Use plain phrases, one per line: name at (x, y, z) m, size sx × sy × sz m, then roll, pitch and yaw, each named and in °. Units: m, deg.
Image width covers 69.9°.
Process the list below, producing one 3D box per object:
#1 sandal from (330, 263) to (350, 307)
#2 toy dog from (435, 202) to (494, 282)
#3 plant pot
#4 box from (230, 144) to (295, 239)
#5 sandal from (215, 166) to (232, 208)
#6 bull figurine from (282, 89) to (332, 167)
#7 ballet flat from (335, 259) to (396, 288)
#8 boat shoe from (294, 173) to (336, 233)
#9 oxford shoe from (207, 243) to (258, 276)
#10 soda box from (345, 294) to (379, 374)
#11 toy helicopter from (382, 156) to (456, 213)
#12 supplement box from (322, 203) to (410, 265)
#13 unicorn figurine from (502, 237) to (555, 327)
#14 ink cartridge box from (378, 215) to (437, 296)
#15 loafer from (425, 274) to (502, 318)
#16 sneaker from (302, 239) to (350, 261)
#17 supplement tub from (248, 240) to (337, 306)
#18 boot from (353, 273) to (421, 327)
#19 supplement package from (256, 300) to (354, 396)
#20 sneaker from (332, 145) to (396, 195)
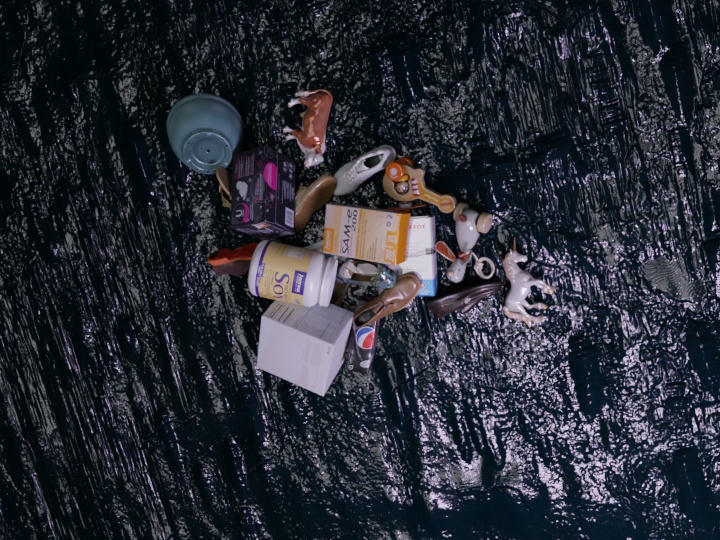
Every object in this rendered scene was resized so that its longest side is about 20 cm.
sandal at (-0.079, 0.073, 1.403) m, size 0.080 × 0.054 × 0.200 m, roll 30°, pitch 105°, yaw 8°
toy dog at (0.250, -0.069, 1.265) m, size 0.132 × 0.096 × 0.201 m, roll -1°, pitch 91°, yaw 39°
plant pot at (-0.395, -0.333, 1.328) m, size 0.200 × 0.134 × 0.201 m, roll -10°, pitch 133°, yaw -11°
box at (-0.247, -0.194, 1.318) m, size 0.114 × 0.132 × 0.201 m, roll -6°, pitch 77°, yaw 26°
sandal at (-0.331, -0.182, 1.367) m, size 0.069 × 0.212 × 0.078 m, roll -23°, pitch 50°, yaw 21°
bull figurine at (-0.135, -0.373, 1.343) m, size 0.121 × 0.065 × 0.201 m, roll 17°, pitch 101°, yaw 8°
ballet flat at (0.000, 0.000, 1.299) m, size 0.200 × 0.074 × 0.075 m, roll 4°, pitch 100°, yaw 40°
boat shoe at (-0.144, -0.188, 1.364) m, size 0.200 × 0.074 × 0.069 m, roll -45°, pitch 54°, yaw 23°
oxford shoe at (-0.325, -0.027, 1.455) m, size 0.199 × 0.071 × 0.073 m, roll -5°, pitch 126°, yaw 12°
soda box at (0.011, 0.171, 1.387) m, size 0.063 × 0.071 × 0.201 m, roll 11°, pitch 101°, yaw 11°
toy helicopter at (0.144, -0.190, 1.294) m, size 0.200 × 0.079 × 0.133 m, roll 27°, pitch 121°, yaw 17°
supplement box at (0.012, -0.092, 1.265) m, size 0.199 × 0.073 × 0.127 m, roll 10°, pitch 102°, yaw 23°
unicorn figurine at (0.402, 0.039, 1.265) m, size 0.137 × 0.074 × 0.201 m, roll 23°, pitch 109°, yaw 21°
ink cartridge box at (0.120, -0.039, 1.320) m, size 0.144 × 0.084 × 0.201 m, roll -1°, pitch 99°, yaw 16°
loafer at (0.269, 0.069, 1.315) m, size 0.199 × 0.073 × 0.072 m, roll -20°, pitch 107°, yaw 18°
sneaker at (-0.122, -0.031, 1.389) m, size 0.199 × 0.077 × 0.081 m, roll -21°, pitch 94°, yaw 18°
supplement tub at (-0.168, 0.011, 1.301) m, size 0.199 × 0.145 × 0.146 m, roll 12°, pitch 101°, yaw 3°
boot at (0.065, 0.082, 1.276) m, size 0.200 × 0.075 × 0.074 m, roll -36°, pitch 91°, yaw 20°
supplement package at (-0.146, 0.184, 1.360) m, size 0.199 × 0.147 × 0.192 m, roll 21°, pitch 126°, yaw 11°
sneaker at (-0.005, -0.259, 1.322) m, size 0.200 × 0.080 × 0.071 m, roll -32°, pitch 91°, yaw 21°
